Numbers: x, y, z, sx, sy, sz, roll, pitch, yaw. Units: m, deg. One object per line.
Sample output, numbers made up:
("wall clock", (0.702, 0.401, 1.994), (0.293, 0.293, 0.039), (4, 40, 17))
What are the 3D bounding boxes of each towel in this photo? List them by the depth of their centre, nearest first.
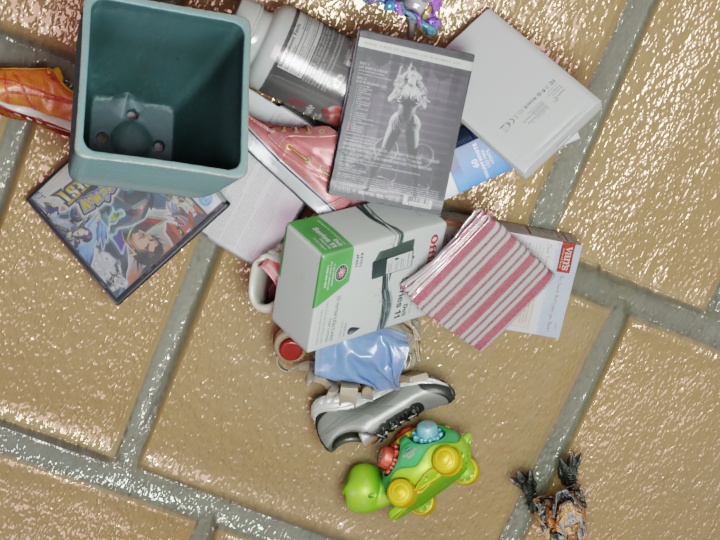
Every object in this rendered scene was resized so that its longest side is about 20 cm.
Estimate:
("towel", (0.152, 0.015, 1.707), (0.146, 0.030, 0.200), (-45, 138, 9))

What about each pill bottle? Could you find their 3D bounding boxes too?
("pill bottle", (-0.074, -0.258, 1.664), (0.199, 0.111, 0.111), (26, 103, -12))

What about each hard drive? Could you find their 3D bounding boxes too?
("hard drive", (0.182, -0.221, 1.663), (0.132, 0.027, 0.200), (-42, 65, -5))

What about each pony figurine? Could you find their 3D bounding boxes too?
("pony figurine", (0.057, -0.387, 1.632), (0.199, 0.167, 0.193), (35, 133, -17))

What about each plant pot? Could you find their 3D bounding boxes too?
("plant pot", (-0.250, -0.183, 1.582), (0.194, 0.200, 0.199), (6, 74, -20))

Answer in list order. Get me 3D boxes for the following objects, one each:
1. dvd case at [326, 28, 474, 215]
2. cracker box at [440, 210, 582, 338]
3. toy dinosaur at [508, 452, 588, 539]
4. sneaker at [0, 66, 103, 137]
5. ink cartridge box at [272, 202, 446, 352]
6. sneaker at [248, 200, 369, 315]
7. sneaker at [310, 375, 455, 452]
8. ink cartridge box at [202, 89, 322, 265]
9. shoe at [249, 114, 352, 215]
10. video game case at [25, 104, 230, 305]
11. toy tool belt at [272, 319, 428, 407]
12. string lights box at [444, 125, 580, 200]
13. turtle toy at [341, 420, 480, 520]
("dvd case", (0.049, -0.179, 1.635), (0.147, 0.016, 0.202), (10, 98, -14))
("cracker box", (0.183, 0.005, 1.793), (0.198, 0.058, 0.135), (11, 106, -7))
("toy dinosaur", (0.271, 0.338, 1.851), (0.101, 0.137, 0.201), (-8, 150, -19))
("sneaker", (-0.414, -0.225, 1.679), (0.198, 0.073, 0.078), (19, 82, -13))
("ink cartridge box", (0.000, 0.000, 1.667), (0.199, 0.083, 0.148), (-17, 130, -35))
("sneaker", (-0.069, -0.020, 1.702), (0.075, 0.104, 0.201), (44, 107, 18))
("sneaker", (0.034, 0.196, 1.817), (0.198, 0.080, 0.074), (-15, 151, 4))
("ink cartridge box", (-0.145, -0.127, 1.735), (0.173, 0.044, 0.201), (31, 103, 1))
("shoe", (-0.080, -0.155, 1.670), (0.200, 0.071, 0.091), (43, 88, 3))
("video game case", (-0.298, -0.088, 1.721), (0.200, 0.026, 0.181), (-40, 94, 9))
("toy tool belt", (-0.015, 0.112, 1.739), (0.198, 0.123, 0.126), (1, 114, -3))
("string lights box", (0.170, -0.162, 1.717), (0.198, 0.103, 0.059), (-25, 106, 4))
("turtle toy", (0.067, 0.275, 1.834), (0.199, 0.146, 0.102), (-35, 67, 5))
